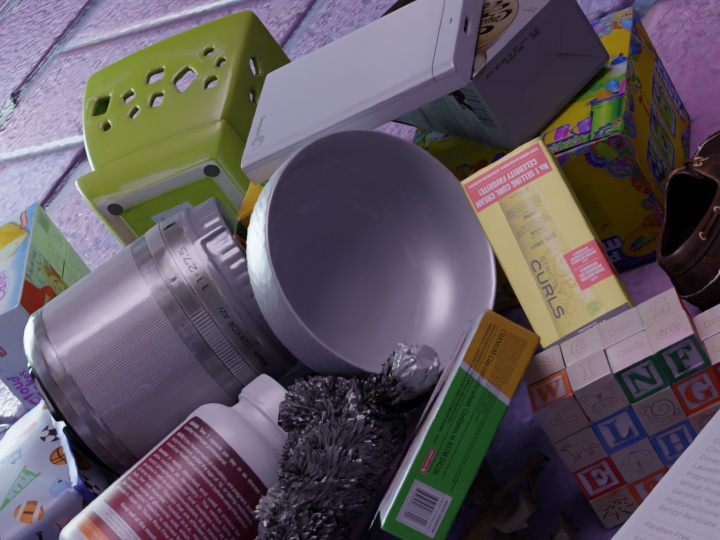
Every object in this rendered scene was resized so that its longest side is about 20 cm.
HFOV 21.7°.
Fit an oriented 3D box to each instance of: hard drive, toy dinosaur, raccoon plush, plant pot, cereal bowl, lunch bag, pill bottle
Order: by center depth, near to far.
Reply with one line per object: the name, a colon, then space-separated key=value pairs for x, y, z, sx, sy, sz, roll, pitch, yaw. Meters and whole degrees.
toy dinosaur: x=0.091 y=0.185 z=1.274 sx=0.101 sy=0.058 sz=0.200 roll=-35 pitch=17 yaw=30
raccoon plush: x=-0.020 y=0.139 z=1.311 sx=0.200 sy=0.096 sz=0.134 roll=113 pitch=175 yaw=-59
cereal bowl: x=0.000 y=0.000 z=1.406 sx=0.083 sy=0.200 sz=0.200 roll=-38 pitch=14 yaw=54
pill bottle: x=-0.120 y=0.176 z=1.424 sx=0.200 sy=0.113 sz=0.113 roll=-42 pitch=29 yaw=-14
hard drive: x=0.002 y=-0.151 z=1.482 sx=0.199 sy=0.027 sz=0.132 roll=-24 pitch=33 yaw=27
lunch bag: x=-0.278 y=0.200 z=1.543 sx=0.170 sy=0.124 sz=0.200 roll=-37 pitch=35 yaw=0
plant pot: x=-0.147 y=-0.094 z=1.789 sx=0.198 sy=0.200 sz=0.182 roll=-19 pitch=39 yaw=23

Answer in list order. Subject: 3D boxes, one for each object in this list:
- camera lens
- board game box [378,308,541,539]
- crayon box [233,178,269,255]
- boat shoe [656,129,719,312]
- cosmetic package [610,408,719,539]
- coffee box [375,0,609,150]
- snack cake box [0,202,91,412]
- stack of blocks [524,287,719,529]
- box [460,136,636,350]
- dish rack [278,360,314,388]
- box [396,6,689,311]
camera lens: x=-0.156 y=0.056 z=1.509 sx=0.200 sy=0.160 sz=0.160 roll=-35 pitch=28 yaw=3
board game box: x=0.063 y=0.106 z=1.259 sx=0.154 sy=0.040 sz=0.200 roll=-64 pitch=-2 yaw=-3
crayon box: x=-0.035 y=-0.032 z=1.523 sx=0.051 sy=0.127 sz=0.200 roll=-30 pitch=20 yaw=19
boat shoe: x=0.262 y=-0.051 z=1.413 sx=0.070 sy=0.070 sz=0.200 roll=-41 pitch=19 yaw=33
cosmetic package: x=0.270 y=0.156 z=0.999 sx=0.200 sy=0.165 sz=0.165 roll=-47 pitch=31 yaw=-20
coffee box: x=0.090 y=-0.173 z=1.523 sx=0.113 sy=0.080 sz=0.200 roll=-45 pitch=29 yaw=-15
snack cake box: x=-0.318 y=0.036 z=1.840 sx=0.067 sy=0.115 sz=0.200 roll=-27 pitch=28 yaw=12
stack of blocks: x=0.221 y=0.073 z=1.229 sx=0.199 sy=0.115 sz=0.059 roll=-27 pitch=29 yaw=12
box: x=0.149 y=0.006 z=1.363 sx=0.075 sy=0.050 sz=0.201 roll=-28 pitch=65 yaw=10
dish rack: x=-0.042 y=0.039 z=1.627 sx=0.199 sy=0.044 sz=0.172 roll=-30 pitch=28 yaw=8
box: x=0.153 y=-0.088 z=1.538 sx=0.199 sy=0.122 sz=0.193 roll=-20 pitch=32 yaw=25
